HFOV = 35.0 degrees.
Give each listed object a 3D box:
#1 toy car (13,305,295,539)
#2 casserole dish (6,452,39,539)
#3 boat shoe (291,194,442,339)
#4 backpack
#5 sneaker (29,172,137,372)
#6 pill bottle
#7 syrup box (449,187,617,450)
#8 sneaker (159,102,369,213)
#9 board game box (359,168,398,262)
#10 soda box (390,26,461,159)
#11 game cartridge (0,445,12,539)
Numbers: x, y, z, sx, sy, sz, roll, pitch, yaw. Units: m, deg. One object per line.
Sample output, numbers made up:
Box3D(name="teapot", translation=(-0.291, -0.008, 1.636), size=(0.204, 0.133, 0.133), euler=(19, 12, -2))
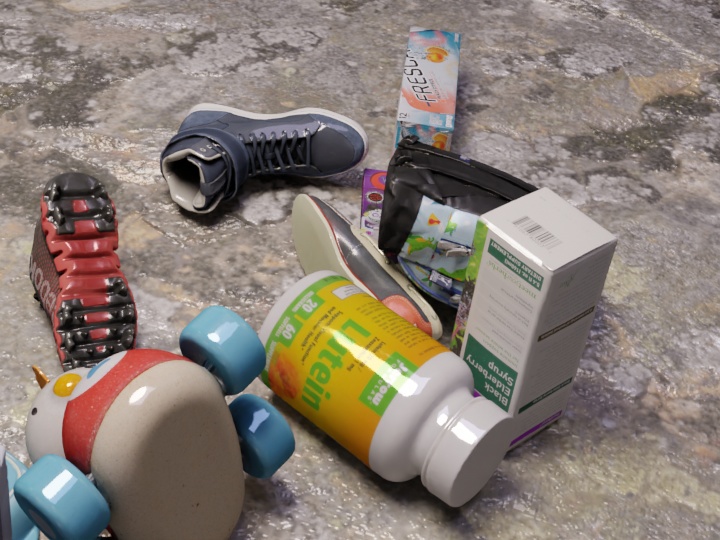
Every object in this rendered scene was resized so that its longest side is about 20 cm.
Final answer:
Box3D(name="toy car", translation=(-0.185, 0.113, 0.821), size=(0.199, 0.178, 0.184), euler=(22, 52, 34))
Box3D(name="casserole dish", translation=(-0.323, 0.156, 0.833), size=(0.198, 0.039, 0.121), euler=(23, 42, 18))
Box3D(name="boat shoe", translation=(0.000, 0.000, 1.042), size=(0.062, 0.072, 0.200), euler=(-14, 48, -28))
Box3D(name="backpack", translation=(0.114, -0.027, 1.027), size=(0.198, 0.155, 0.163), euler=(8, 17, 0))
Box3D(name="sneaker", translation=(-0.240, 0.022, 0.980), size=(0.070, 0.098, 0.202), euler=(-1, 63, -29))
Box3D(name="pill bottle", translation=(0.020, 0.095, 0.904), size=(0.199, 0.112, 0.111), euler=(34, 47, 27))
Box3D(name="syrup box", translation=(0.130, 0.044, 0.914), size=(0.081, 0.201, 0.079), euler=(-24, 49, -34))
Box3D(name="sneaker", translation=(-0.100, -0.107, 1.133), size=(0.200, 0.078, 0.147), euler=(4, 28, 10))
Box3D(name="board game box", translation=(0.098, -0.049, 1.150), size=(0.198, 0.033, 0.121), euler=(6, 36, -3))
Box3D(name="soda box", translation=(0.074, -0.191, 1.275), size=(0.063, 0.069, 0.201), euler=(8, 42, 0))
Box3D(name="game cartridge", translation=(-0.231, 0.207, 0.664), size=(0.040, 0.201, 0.134), euler=(3, 40, -10))
